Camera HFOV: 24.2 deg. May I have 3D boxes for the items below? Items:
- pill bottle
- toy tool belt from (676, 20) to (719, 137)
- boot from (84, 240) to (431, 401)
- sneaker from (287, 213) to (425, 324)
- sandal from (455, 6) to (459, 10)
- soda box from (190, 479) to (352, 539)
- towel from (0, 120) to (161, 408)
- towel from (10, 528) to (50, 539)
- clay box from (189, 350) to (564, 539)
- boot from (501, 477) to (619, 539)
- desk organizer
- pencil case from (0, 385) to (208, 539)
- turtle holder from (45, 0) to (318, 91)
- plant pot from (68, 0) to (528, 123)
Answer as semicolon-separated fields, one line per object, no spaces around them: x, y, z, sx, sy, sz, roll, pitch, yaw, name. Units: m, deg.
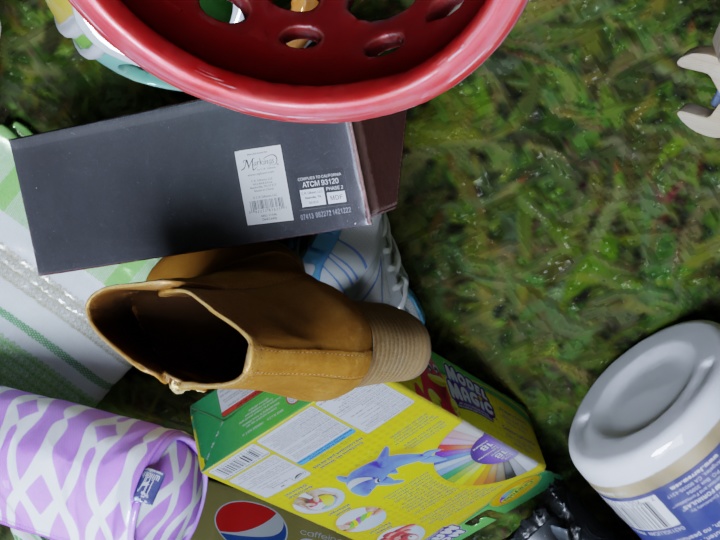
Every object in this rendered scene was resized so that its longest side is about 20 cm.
0.215;0.132;0.922;0.111;0.111;0.200;-35;110;23;pill bottle
0.214;-0.105;0.802;0.123;0.125;0.201;37;118;22;toy tool belt
-0.078;0.018;0.801;0.201;0.144;0.071;13;94;41;boot
0.000;0.000;0.906;0.086;0.075;0.200;15;128;-9;sneaker
0.109;-0.172;0.785;0.200;0.054;0.080;-38;131;26;sandal
-0.045;0.186;1.011;0.199;0.064;0.068;17;120;-2;soda box
-0.202;0.023;0.965;0.149;0.031;0.200;38;114;-17;towel
-0.167;0.212;0.996;0.023;0.152;0.201;-31;136;-23;towel
0.015;0.097;0.929;0.115;0.048;0.200;-33;141;22;clay box
0.156;0.198;0.969;0.162;0.198;0.073;43;93;14;boot
-0.069;-0.051;0.833;0.199;0.077;0.072;-8;97;31;desk organizer
-0.178;0.109;0.905;0.199;0.086;0.084;12;165;24;pencil case
-0.097;-0.160;0.785;0.185;0.132;0.141;37;118;-14;turtle holder
-0.013;-0.184;0.643;0.199;0.183;0.201;9;131;10;plant pot
